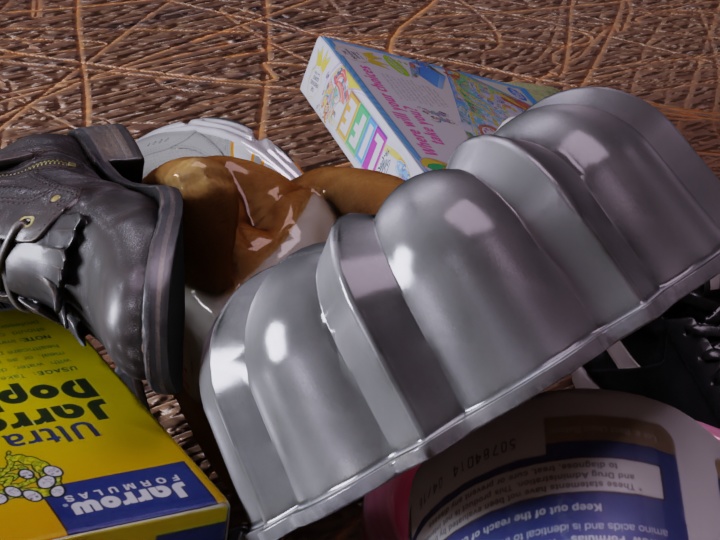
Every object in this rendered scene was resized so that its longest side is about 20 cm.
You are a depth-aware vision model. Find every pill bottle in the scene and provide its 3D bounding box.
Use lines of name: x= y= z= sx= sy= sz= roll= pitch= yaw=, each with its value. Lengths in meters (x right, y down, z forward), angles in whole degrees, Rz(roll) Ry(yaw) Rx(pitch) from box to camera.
pill bottle: x=0.071 y=0.145 z=0.600 sx=0.110 sy=0.111 sz=0.201 roll=4 pitch=47 yaw=-5

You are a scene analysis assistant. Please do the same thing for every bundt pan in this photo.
bundt pan: x=0.029 y=0.007 z=0.660 sx=0.201 sy=0.076 sz=0.202 roll=-32 pitch=-1 yaw=0

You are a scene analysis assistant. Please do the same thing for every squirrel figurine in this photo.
squirrel figurine: x=0.000 y=0.000 z=0.849 sx=0.185 sy=0.143 sz=0.200 roll=-22 pitch=5 yaw=-21

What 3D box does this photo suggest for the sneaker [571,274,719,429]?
sneaker: x=0.163 y=0.040 z=0.890 sx=0.073 sy=0.113 sz=0.200 roll=-9 pitch=29 yaw=-29

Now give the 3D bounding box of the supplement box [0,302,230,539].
supplement box: x=-0.140 y=0.088 z=0.715 sx=0.109 sy=0.110 sz=0.200 roll=-8 pitch=29 yaw=-30

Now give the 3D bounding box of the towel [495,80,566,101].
towel: x=0.106 y=-0.069 z=1.199 sx=0.147 sy=0.037 sz=0.200 roll=3 pitch=25 yaw=-10

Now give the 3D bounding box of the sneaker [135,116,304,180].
sneaker: x=-0.059 y=-0.017 z=1.008 sx=0.199 sy=0.076 sz=0.092 roll=20 pitch=32 yaw=28

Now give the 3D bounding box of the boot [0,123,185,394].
boot: x=-0.156 y=-0.003 z=0.710 sx=0.172 sy=0.070 sz=0.200 roll=-4 pitch=20 yaw=-17

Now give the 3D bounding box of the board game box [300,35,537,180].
board game box: x=0.059 y=-0.057 z=1.042 sx=0.133 sy=0.034 sz=0.200 roll=12 pitch=23 yaw=-24

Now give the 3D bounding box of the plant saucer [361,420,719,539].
plant saucer: x=0.098 y=0.118 z=0.782 sx=0.198 sy=0.051 sz=0.201 roll=5 pitch=25 yaw=-2

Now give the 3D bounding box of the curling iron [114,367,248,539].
curling iron: x=-0.078 y=0.090 z=0.820 sx=0.049 sy=0.026 sz=0.200 roll=-35 pitch=28 yaw=-1
